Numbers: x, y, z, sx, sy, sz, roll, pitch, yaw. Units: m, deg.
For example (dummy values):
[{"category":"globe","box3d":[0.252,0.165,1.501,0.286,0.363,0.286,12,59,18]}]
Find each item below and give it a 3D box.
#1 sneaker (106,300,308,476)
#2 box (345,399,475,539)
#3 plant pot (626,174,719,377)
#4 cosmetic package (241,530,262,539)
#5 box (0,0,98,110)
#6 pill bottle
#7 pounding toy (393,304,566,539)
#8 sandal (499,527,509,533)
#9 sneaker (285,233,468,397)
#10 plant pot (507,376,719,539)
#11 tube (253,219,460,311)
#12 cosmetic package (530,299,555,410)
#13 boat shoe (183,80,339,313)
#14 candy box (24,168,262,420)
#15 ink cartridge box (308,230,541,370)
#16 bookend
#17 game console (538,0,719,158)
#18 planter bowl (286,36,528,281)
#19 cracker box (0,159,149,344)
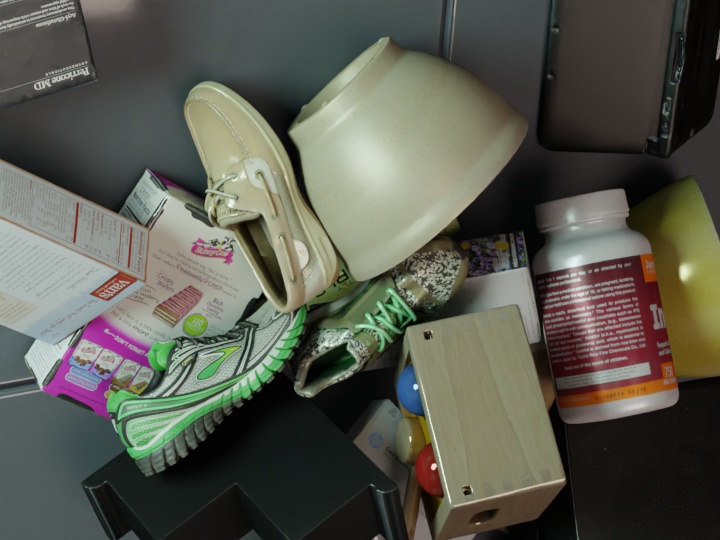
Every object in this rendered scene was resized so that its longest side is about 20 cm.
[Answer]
[{"category":"sneaker","box3d":[-0.125,0.079,1.289,0.200,0.078,0.085,-41,97,-21]},{"category":"box","box3d":[0.012,0.245,1.418,0.156,0.041,0.200,44,71,-14]},{"category":"plant pot","box3d":[0.290,0.022,1.516,0.141,0.201,0.201,-17,127,10]},{"category":"cosmetic package","box3d":[-0.084,0.312,1.494,0.084,0.108,0.202,-2,115,-24]},{"category":"box","box3d":[-0.308,-0.184,1.119,0.198,0.079,0.142,-20,121,-19]},{"category":"pill bottle","box3d":[0.219,0.032,1.402,0.112,0.113,0.202,-9,87,-25]},{"category":"pounding toy","box3d":[0.081,0.160,1.342,0.141,0.186,0.200,-11,161,-7]},{"category":"sandal","box3d":[0.090,0.238,1.576,0.199,0.081,0.054,17,122,-33]},{"category":"sneaker","box3d":[0.014,0.049,1.311,0.200,0.089,0.077,-39,111,20]},{"category":"plant pot","box3d":[0.251,0.223,1.540,0.176,0.199,0.202,0,77,-24]},{"category":"tube","box3d":[0.000,0.000,1.412,0.199,0.052,0.058,-35,88,-3]},{"category":"cosmetic package","box3d":[0.132,0.119,1.514,0.071,0.105,0.201,12,110,-32]},{"category":"boat shoe","box3d":[-0.093,-0.060,1.263,0.065,0.072,0.201,-35,98,-39]},{"category":"candy box","box3d":[-0.177,0.032,1.319,0.136,0.061,0.201,29,100,-38]},{"category":"ink cartridge box","box3d":[0.060,0.031,1.398,0.198,0.051,0.109,-10,138,7]},{"category":"bookend","box3d":[-0.097,0.206,1.314,0.198,0.200,0.093,-36,142,-19]},{"category":"game console","box3d":[0.266,-0.220,1.460,0.176,0.116,0.202,-34,135,-48]},{"category":"planter bowl","box3d":[0.023,-0.109,1.291,0.200,0.200,0.135,-44,103,-2]},{"category":"cracker box","box3d":[-0.282,-0.021,1.194,0.199,0.058,0.133,27,138,-36]}]
